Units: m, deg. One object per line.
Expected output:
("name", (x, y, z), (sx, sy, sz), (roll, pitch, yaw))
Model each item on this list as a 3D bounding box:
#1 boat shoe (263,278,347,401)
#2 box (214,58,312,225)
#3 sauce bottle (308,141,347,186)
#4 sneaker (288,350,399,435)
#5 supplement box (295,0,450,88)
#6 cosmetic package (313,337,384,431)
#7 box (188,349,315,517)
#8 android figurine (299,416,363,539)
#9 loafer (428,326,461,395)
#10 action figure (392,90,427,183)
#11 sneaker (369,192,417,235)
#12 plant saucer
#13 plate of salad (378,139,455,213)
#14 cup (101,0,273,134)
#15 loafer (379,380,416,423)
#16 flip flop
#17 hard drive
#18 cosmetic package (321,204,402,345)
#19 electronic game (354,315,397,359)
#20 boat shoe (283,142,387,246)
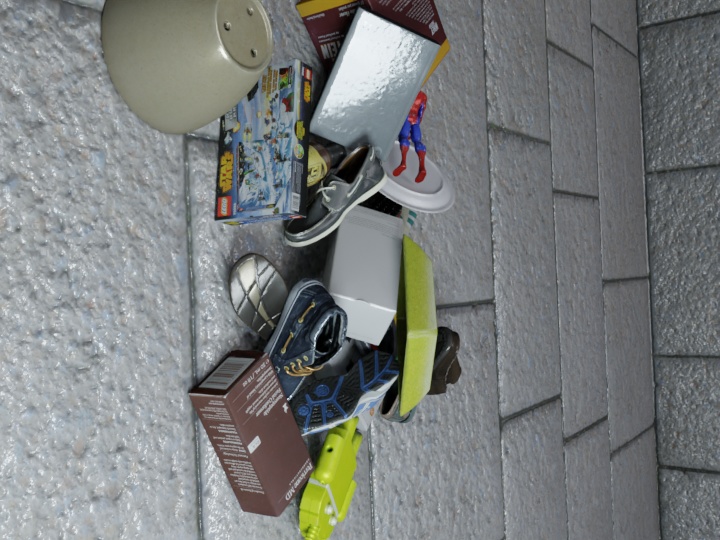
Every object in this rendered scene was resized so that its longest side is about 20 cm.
("boat shoe", (-0.082, 0.118, 1.062), (0.070, 0.091, 0.203), (4, 115, -37))
("box", (-0.130, -0.166, 1.035), (0.040, 0.135, 0.204), (12, 79, -54))
("sauce bottle", (-0.086, -0.157, 1.160), (0.199, 0.064, 0.066), (-31, 113, -53))
("sneaker", (-0.025, 0.195, 1.148), (0.198, 0.076, 0.078), (-22, 145, -29))
("supplement box", (0.028, -0.399, 1.284), (0.198, 0.131, 0.202), (-57, 131, -40))
("cosmetic package", (-0.029, 0.155, 1.235), (0.083, 0.050, 0.202), (-55, 131, -40))
("box", (-0.142, 0.219, 1.047), (0.100, 0.074, 0.203), (-46, 126, -46))
("android figurine", (-0.043, 0.321, 1.174), (0.183, 0.040, 0.202), (82, 24, -50))
("loafer", (0.149, 0.163, 1.389), (0.201, 0.070, 0.074), (107, -10, -58))
("action figure", (0.072, -0.235, 1.333), (0.064, 0.099, 0.203), (14, 62, -21))
("sneaker", (0.066, -0.100, 1.392), (0.200, 0.069, 0.095), (-53, 152, -50))
("plant saucer", (0.084, 0.084, 1.181), (0.202, 0.047, 0.202), (92, -1, -46))
("plate of salad", (0.071, -0.161, 1.332), (0.197, 0.048, 0.202), (19, 39, -16))
("cup", (-0.191, -0.278, 0.949), (0.199, 0.141, 0.204), (4, 85, -55))
("loafer", (0.072, 0.165, 1.368), (0.062, 0.071, 0.204), (14, 78, -48))
("flip flop", (-0.125, 0.052, 1.094), (0.081, 0.058, 0.201), (-38, 131, -3))
("hard drive", (0.017, -0.282, 1.195), (0.138, 0.202, 0.033), (19, 26, -17))
("cosmetic package", (0.000, 0.000, 1.174), (0.085, 0.106, 0.202), (115, -11, -45))
("electronic game", (0.027, 0.081, 1.279), (0.201, 0.041, 0.202), (55, 24, -39))
("boat shoe", (-0.045, -0.115, 1.175), (0.200, 0.071, 0.068), (-43, 137, -19))
